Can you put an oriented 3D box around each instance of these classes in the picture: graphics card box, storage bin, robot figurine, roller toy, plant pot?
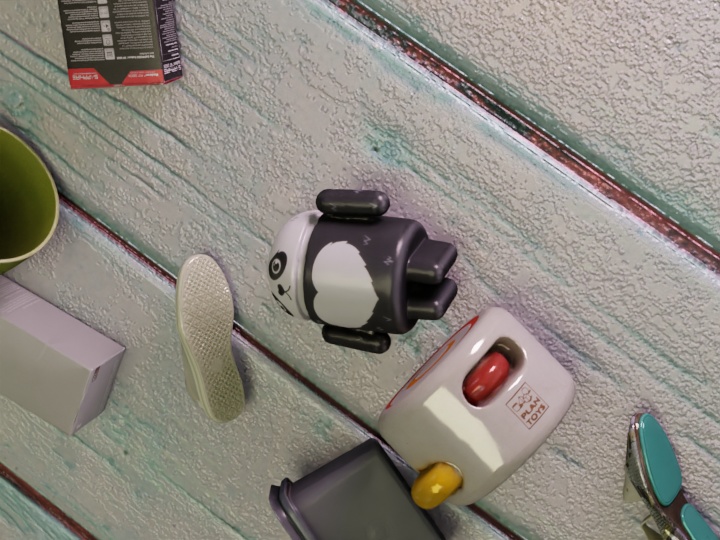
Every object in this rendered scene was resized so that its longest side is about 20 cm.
[{"bbox_3d":[-0.270,-0.304,1.302,0.125,0.051,0.201,1,108,21],"label":"graphics card box"},{"bbox_3d":[0.008,0.294,1.352,0.134,0.146,0.200,-34,93,-1],"label":"storage bin"},{"bbox_3d":[-0.001,0.002,1.253,0.199,0.125,0.151,7,77,18],"label":"robot figurine"},{"bbox_3d":[0.122,0.144,1.217,0.140,0.200,0.182,45,111,1],"label":"roller toy"},{"bbox_3d":[-0.487,-0.050,1.412,0.200,0.187,0.187,-36,92,42],"label":"plant pot"}]

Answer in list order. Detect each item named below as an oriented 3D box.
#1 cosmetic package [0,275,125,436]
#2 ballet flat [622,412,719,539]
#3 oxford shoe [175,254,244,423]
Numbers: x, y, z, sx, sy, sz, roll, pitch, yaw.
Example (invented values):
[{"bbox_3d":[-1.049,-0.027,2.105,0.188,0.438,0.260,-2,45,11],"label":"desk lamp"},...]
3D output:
[{"bbox_3d":[-0.402,0.102,1.466,0.199,0.090,0.107,29,115,7],"label":"cosmetic package"},{"bbox_3d":[0.314,0.246,1.246,0.072,0.072,0.201,-27,94,26],"label":"ballet flat"},{"bbox_3d":[-0.183,0.080,1.387,0.058,0.075,0.201,10,113,56],"label":"oxford shoe"}]
